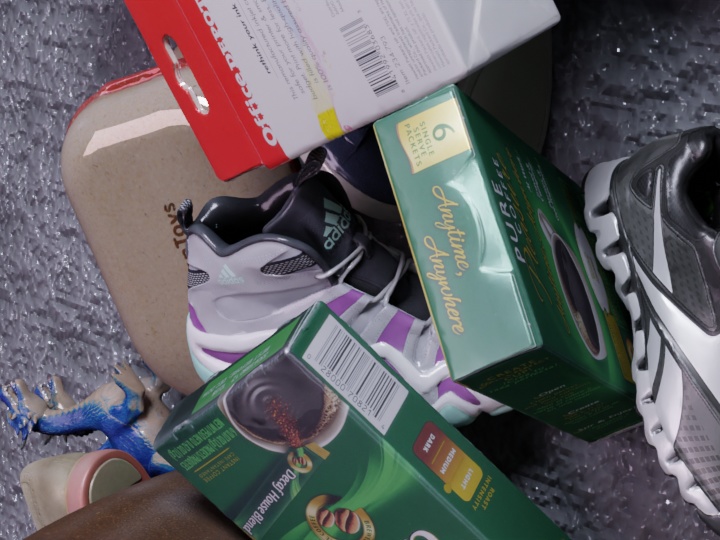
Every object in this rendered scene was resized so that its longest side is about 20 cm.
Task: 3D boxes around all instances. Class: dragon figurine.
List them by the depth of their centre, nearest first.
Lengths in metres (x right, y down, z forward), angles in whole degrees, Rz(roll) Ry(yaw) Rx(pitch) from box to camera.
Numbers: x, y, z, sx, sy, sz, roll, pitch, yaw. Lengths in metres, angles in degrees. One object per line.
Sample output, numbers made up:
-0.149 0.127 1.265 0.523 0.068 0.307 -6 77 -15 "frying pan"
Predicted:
-0.127 0.116 1.255 0.200 0.059 0.100 41 125 7 "dragon figurine"

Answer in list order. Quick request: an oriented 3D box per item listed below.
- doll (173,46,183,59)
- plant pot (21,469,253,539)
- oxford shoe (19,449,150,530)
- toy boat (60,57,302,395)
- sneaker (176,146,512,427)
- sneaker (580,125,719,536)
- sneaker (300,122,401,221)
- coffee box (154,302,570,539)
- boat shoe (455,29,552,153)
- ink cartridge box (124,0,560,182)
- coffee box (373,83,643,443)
-0.093 -0.201 1.225 0.136 0.048 0.202 10 98 50 "doll"
-0.095 0.184 1.109 0.185 0.200 0.189 11 117 21 "plant pot"
-0.138 0.189 1.230 0.073 0.071 0.202 0 118 38 "oxford shoe"
-0.074 -0.028 1.159 0.129 0.131 0.202 -14 108 22 "toy boat"
0.000 0.000 1.020 0.198 0.078 0.141 2 126 14 "sneaker"
0.162 0.024 0.918 0.090 0.066 0.202 -38 61 46 "sneaker"
-0.002 -0.126 1.099 0.085 0.074 0.201 -46 57 45 "sneaker"
0.008 0.118 1.021 0.200 0.044 0.123 45 133 -12 "coffee box"
0.052 -0.113 1.033 0.066 0.074 0.202 7 94 40 "boat shoe"
-0.017 -0.122 0.937 0.199 0.067 0.117 -19 101 53 "ink cartridge box"
0.074 0.003 0.925 0.044 0.200 0.124 -22 72 17 "coffee box"
